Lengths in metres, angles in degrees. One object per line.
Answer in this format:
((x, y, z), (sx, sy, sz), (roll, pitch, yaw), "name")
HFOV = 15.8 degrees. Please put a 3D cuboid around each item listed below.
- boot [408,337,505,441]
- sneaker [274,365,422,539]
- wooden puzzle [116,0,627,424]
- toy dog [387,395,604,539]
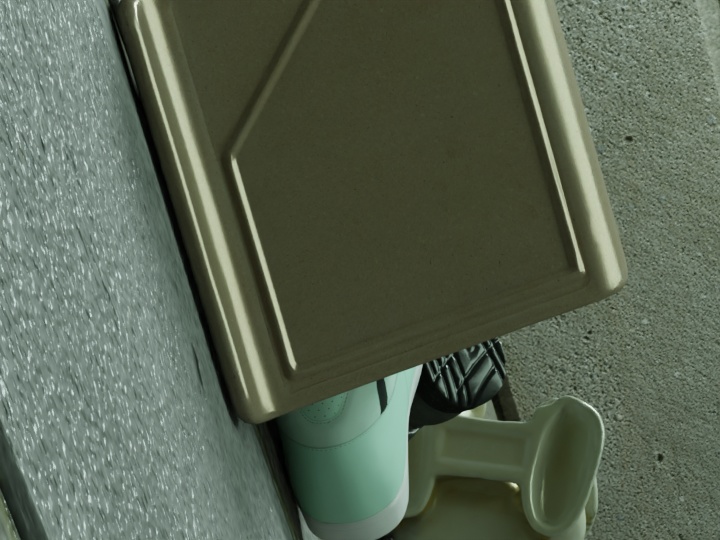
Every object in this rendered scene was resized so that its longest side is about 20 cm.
((0.000, 0.000, 1.377), (0.130, 0.067, 0.201), (-32, -109, 56), "boot")
((-0.011, 0.016, 1.212), (0.201, 0.073, 0.119), (-97, 176, -51), "sneaker")
((0.007, -0.052, 1.100), (0.037, 0.199, 0.186), (1, -71, 66), "wooden puzzle")
((0.085, 0.162, 1.573), (0.200, 0.138, 0.195), (55, 32, -77), "toy dog")
